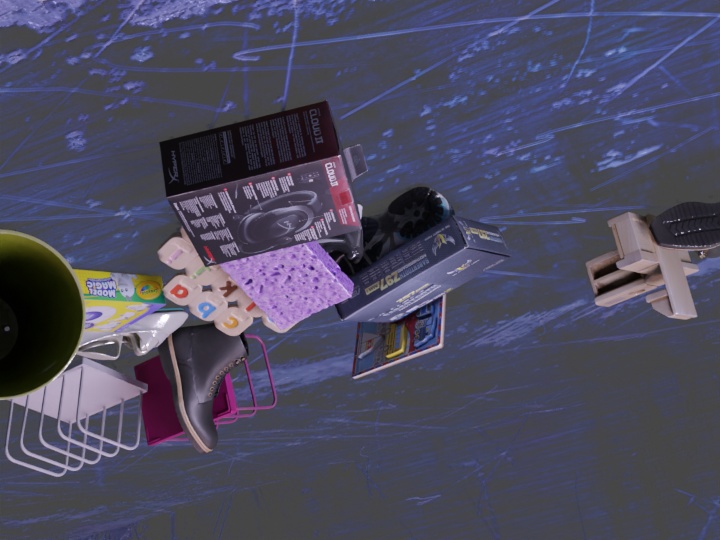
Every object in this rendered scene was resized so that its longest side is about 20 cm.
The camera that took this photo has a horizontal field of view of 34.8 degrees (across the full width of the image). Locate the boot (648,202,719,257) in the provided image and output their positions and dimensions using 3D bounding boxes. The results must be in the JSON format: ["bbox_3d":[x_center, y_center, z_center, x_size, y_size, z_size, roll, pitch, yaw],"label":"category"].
[{"bbox_3d":[0.526,-0.047,1.782,0.200,0.078,0.138,-10,157,-13],"label":"boot"}]

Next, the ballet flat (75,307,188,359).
[{"bbox_3d":[-0.345,0.097,1.668,0.200,0.070,0.069,-4,161,-27],"label":"ballet flat"}]

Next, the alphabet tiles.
[{"bbox_3d":[-0.145,0.003,1.415,0.200,0.015,0.196,33,127,-24],"label":"alphabet tiles"}]

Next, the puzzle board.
[{"bbox_3d":[0.055,0.049,1.621,0.151,0.200,0.017,-22,131,30],"label":"puzzle board"}]

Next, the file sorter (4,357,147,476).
[{"bbox_3d":[-0.475,0.250,1.900,0.200,0.125,0.139,-23,142,32],"label":"file sorter"}]

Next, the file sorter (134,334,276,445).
[{"bbox_3d":[-0.258,0.199,1.930,0.200,0.139,0.125,-24,161,33],"label":"file sorter"}]

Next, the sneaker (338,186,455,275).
[{"bbox_3d":[0.035,-0.040,1.497,0.200,0.078,0.086,-21,165,23],"label":"sneaker"}]

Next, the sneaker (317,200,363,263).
[{"bbox_3d":[-0.083,-0.019,1.447,0.200,0.091,0.066,-18,164,14],"label":"sneaker"}]

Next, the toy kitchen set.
[{"bbox_3d":[0.426,0.024,1.836,0.180,0.163,0.200,-26,158,36],"label":"toy kitchen set"}]

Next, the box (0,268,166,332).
[{"bbox_3d":[-0.369,0.040,1.503,0.200,0.048,0.117,8,153,-46],"label":"box"}]

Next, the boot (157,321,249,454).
[{"bbox_3d":[-0.223,0.175,1.788,0.138,0.200,0.077,-18,-171,6],"label":"boot"}]

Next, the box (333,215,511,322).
[{"bbox_3d":[0.079,0.003,1.492,0.200,0.051,0.158,-31,162,22],"label":"box"}]

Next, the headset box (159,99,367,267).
[{"bbox_3d":[-0.091,-0.090,1.204,0.200,0.077,0.149,-15,151,2],"label":"headset box"}]

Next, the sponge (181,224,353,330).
[{"bbox_3d":[-0.107,-0.017,1.364,0.111,0.030,0.200,-24,126,24],"label":"sponge"}]

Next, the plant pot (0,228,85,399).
[{"bbox_3d":[-0.433,0.059,1.342,0.187,0.188,0.200,-5,175,-24],"label":"plant pot"}]
